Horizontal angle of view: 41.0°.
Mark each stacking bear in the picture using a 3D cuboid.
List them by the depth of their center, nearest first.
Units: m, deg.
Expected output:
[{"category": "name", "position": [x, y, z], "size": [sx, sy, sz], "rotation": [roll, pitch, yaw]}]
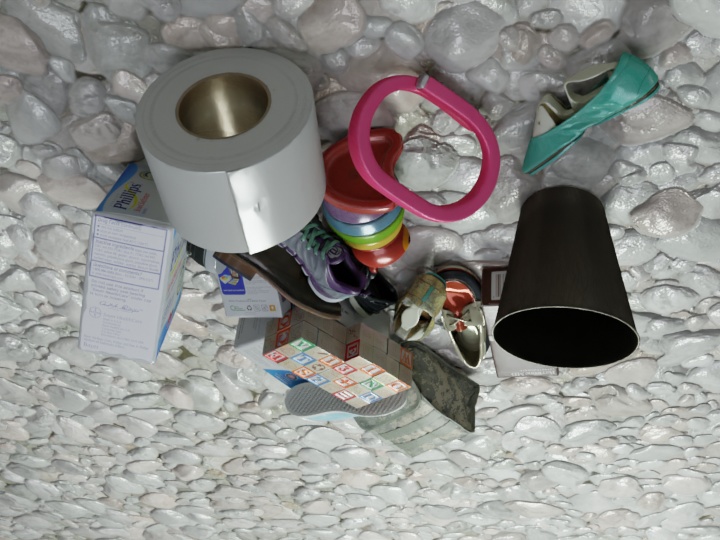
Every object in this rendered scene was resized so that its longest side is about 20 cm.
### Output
[{"category": "stacking bear", "position": [0.013, -0.074, 1.256], "size": [0.113, 0.122, 0.200], "rotation": [-3, 149, 10]}]

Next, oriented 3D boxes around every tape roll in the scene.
[{"category": "tape roll", "position": [-0.145, -0.140, 1.113], "size": [0.202, 0.203, 0.139], "rotation": [2, 142, 7]}]

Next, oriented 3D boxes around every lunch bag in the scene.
[{"category": "lunch bag", "position": [0.074, 0.210, 1.610], "size": [0.200, 0.118, 0.164], "rotation": [36, 135, -24]}]

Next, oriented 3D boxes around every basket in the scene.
[{"category": "basket", "position": [0.261, 0.004, 1.231], "size": [0.179, 0.201, 0.136], "rotation": [8, 144, 1]}]

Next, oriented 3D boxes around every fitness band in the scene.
[{"category": "fitness band", "position": [0.078, -0.141, 1.126], "size": [0.200, 0.144, 0.037], "rotation": [30, 174, -26]}]

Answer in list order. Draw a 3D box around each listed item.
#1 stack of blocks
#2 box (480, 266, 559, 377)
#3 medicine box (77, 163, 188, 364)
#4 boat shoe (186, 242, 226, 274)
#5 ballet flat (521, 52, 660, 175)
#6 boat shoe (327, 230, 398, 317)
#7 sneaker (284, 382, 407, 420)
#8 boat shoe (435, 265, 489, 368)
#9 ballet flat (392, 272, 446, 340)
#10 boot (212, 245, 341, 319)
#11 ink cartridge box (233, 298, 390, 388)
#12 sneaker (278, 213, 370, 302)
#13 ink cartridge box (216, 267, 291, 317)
[{"category": "stack of blocks", "position": [-0.031, 0.124, 1.414], "size": [0.115, 0.059, 0.200], "rotation": [-27, 134, 37]}, {"category": "box", "position": [0.241, 0.080, 1.442], "size": [0.100, 0.075, 0.200], "rotation": [-4, 143, 14]}, {"category": "medicine box", "position": [-0.289, -0.013, 1.263], "size": [0.102, 0.182, 0.201], "rotation": [12, 115, -5]}, {"category": "boat shoe", "position": [-0.194, -0.086, 1.280], "size": [0.056, 0.069, 0.201], "rotation": [24, 123, 14]}, {"category": "ballet flat", "position": [0.247, -0.186, 1.109], "size": [0.070, 0.067, 0.200], "rotation": [47, 132, -9]}, {"category": "boat shoe", "position": [0.000, 0.002, 1.381], "size": [0.066, 0.075, 0.200], "rotation": [-11, 140, 20]}, {"category": "sneaker", "position": [-0.017, 0.205, 1.557], "size": [0.199, 0.074, 0.082], "rotation": [-2, 168, 15]}, {"category": "boat shoe", "position": [0.155, 0.070, 1.452], "size": [0.071, 0.063, 0.200], "rotation": [-3, 140, 17]}, {"category": "ballet flat", "position": [0.079, 0.068, 1.433], "size": [0.070, 0.071, 0.200], "rotation": [11, 154, -4]}, {"category": "boot", "position": [-0.090, -0.011, 1.296], "size": [0.200, 0.097, 0.075], "rotation": [30, -179, -25]}, {"category": "ink cartridge box", "position": [-0.074, 0.099, 1.510], "size": [0.199, 0.086, 0.146], "rotation": [-21, 136, 30]}, {"category": "sneaker", "position": [-0.059, -0.045, 1.239], "size": [0.200, 0.074, 0.087], "rotation": [51, 154, -21]}, {"category": "ink cartridge box", "position": [-0.163, -0.029, 1.350], "size": [0.094, 0.037, 0.201], "rotation": [-1, 114, 24]}]
